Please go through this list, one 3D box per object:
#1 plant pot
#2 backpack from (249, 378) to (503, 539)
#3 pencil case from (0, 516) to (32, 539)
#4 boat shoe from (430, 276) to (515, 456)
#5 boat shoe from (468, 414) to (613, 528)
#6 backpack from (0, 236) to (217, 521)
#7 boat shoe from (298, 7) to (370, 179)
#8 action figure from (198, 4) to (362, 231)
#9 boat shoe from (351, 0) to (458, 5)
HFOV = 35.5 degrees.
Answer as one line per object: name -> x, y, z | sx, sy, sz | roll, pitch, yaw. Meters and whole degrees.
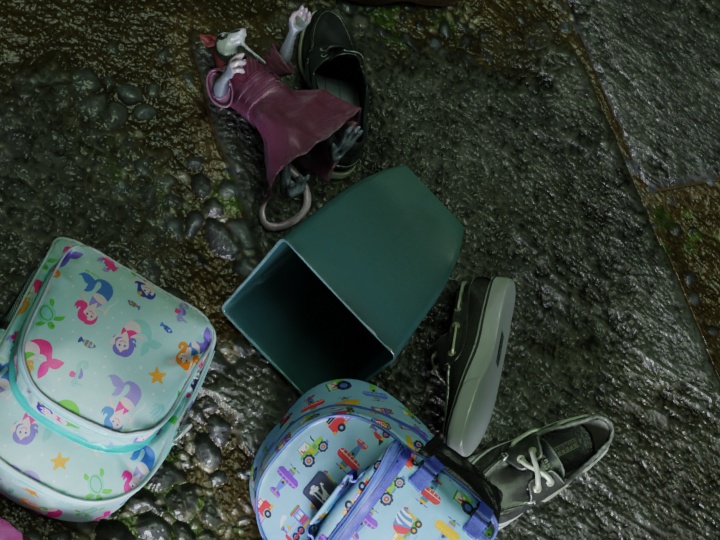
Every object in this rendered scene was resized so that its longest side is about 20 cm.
plant pot -> 0.000, 0.000, 1.062 | 0.141, 0.141, 0.200 | 45, 49, -2
backpack -> -0.001, 0.198, 0.945 | 0.200, 0.135, 0.183 | 43, 96, 5
pencil case -> -0.277, 0.224, 0.843 | 0.199, 0.094, 0.091 | 39, 56, -7
boat shoe -> 0.105, 0.092, 1.116 | 0.063, 0.071, 0.202 | 5, 52, 20
boat shoe -> 0.165, 0.189, 1.089 | 0.198, 0.064, 0.071 | -25, 80, -32
backpack -> -0.220, 0.093, 0.906 | 0.176, 0.150, 0.202 | 32, 62, -12
boat shoe -> -0.023, -0.199, 1.177 | 0.073, 0.066, 0.202 | 11, 63, -21
action figure -> -0.090, -0.167, 1.124 | 0.133, 0.150, 0.200 | -27, 62, -38
boat shoe -> 0.035, -0.346, 1.276 | 0.198, 0.071, 0.065 | -1, 62, -36
